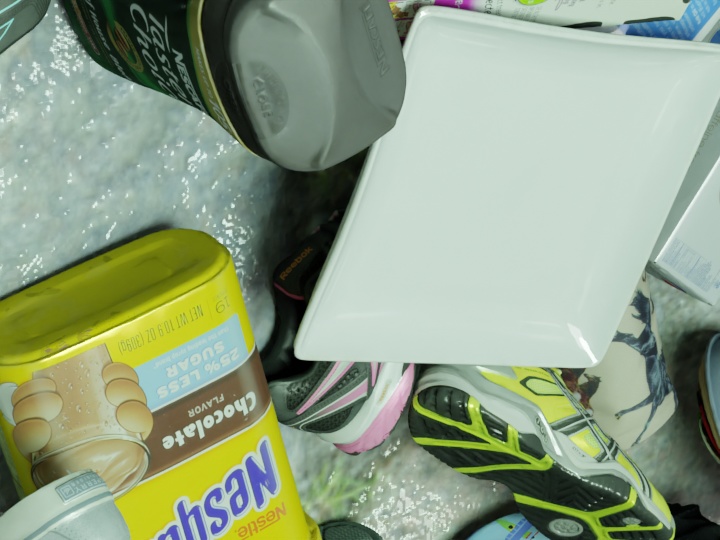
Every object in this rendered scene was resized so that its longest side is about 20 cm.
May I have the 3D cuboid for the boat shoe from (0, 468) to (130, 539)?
[{"bbox_3d":[-0.172,0.175,1.129,0.070,0.072,0.201,-17,158,-48],"label":"boat shoe"}]

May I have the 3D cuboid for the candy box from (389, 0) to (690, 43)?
[{"bbox_3d":[0.074,-0.169,1.094,0.198,0.061,0.137,-6,156,-16],"label":"candy box"}]

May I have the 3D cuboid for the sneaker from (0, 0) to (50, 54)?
[{"bbox_3d":[-0.170,-0.160,1.064,0.200,0.075,0.079,-53,140,5],"label":"sneaker"}]

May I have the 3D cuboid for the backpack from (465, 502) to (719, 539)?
[{"bbox_3d":[0.137,0.235,1.392,0.199,0.134,0.184,3,106,-33],"label":"backpack"}]

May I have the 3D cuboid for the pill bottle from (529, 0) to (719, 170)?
[{"bbox_3d":[0.134,-0.150,1.242,0.200,0.112,0.112,-50,128,-10],"label":"pill bottle"}]

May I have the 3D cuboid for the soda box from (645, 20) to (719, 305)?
[{"bbox_3d":[0.220,-0.087,1.359,0.064,0.068,0.201,33,89,-39],"label":"soda box"}]

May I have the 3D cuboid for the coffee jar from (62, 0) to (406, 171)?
[{"bbox_3d":[-0.062,-0.119,1.063,0.085,0.200,0.105,-32,123,-20],"label":"coffee jar"}]

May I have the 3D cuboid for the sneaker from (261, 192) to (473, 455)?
[{"bbox_3d":[0.000,0.000,1.235,0.086,0.080,0.201,14,97,-32],"label":"sneaker"}]

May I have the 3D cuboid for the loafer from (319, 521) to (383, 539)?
[{"bbox_3d":[-0.064,0.213,1.284,0.199,0.072,0.063,-27,128,-26],"label":"loafer"}]

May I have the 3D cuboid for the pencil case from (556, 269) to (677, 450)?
[{"bbox_3d":[0.122,0.017,1.328,0.078,0.089,0.201,-54,136,-42],"label":"pencil case"}]

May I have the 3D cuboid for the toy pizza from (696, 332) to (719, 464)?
[{"bbox_3d":[0.256,0.132,1.419,0.032,0.201,0.200,-28,133,23],"label":"toy pizza"}]

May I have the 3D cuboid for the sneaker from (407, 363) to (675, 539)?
[{"bbox_3d":[0.111,0.095,1.299,0.200,0.075,0.077,40,46,-32],"label":"sneaker"}]

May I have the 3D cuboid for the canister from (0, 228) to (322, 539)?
[{"bbox_3d":[-0.109,0.096,1.190,0.148,0.086,0.201,-25,120,-19],"label":"canister"}]

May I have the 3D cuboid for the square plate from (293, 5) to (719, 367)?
[{"bbox_3d":[0.075,-0.040,1.181,0.197,0.028,0.201,3,122,-32],"label":"square plate"}]
